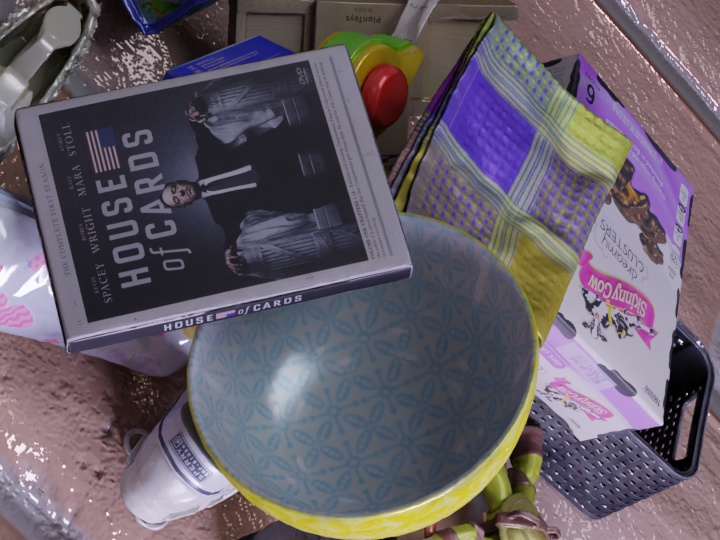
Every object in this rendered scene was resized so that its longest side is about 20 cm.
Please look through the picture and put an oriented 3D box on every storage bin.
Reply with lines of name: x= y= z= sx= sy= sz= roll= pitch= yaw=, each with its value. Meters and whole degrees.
storage bin: x=0.157 y=0.069 z=1.674 sx=0.200 sy=0.093 sz=0.136 roll=42 pitch=42 yaw=-22

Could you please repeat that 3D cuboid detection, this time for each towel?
towel: x=0.095 y=-0.058 z=1.435 sx=0.144 sy=0.023 sz=0.201 roll=43 pitch=49 yaw=-16

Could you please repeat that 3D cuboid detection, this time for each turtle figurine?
turtle figurine: x=0.096 y=0.173 z=1.564 sx=0.199 sy=0.064 sz=0.162 roll=22 pitch=52 yaw=-37

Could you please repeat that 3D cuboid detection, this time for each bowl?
bowl: x=0.008 y=0.077 z=1.311 sx=0.108 sy=0.198 sz=0.201 roll=75 pitch=14 yaw=-56

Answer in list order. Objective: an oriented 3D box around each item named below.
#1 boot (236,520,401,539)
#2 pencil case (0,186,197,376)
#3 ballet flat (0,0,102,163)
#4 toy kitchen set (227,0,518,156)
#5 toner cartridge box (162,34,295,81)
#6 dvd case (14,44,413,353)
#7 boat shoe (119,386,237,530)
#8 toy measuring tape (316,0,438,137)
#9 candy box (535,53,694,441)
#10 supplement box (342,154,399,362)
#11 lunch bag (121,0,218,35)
boot: x=-0.005 y=0.230 z=1.365 sx=0.070 sy=0.131 sz=0.201 roll=-10 pitch=74 yaw=-50
pencil case: x=-0.178 y=0.002 z=1.353 sx=0.199 sy=0.090 sz=0.084 roll=18 pitch=54 yaw=-39
ballet flat: x=-0.219 y=-0.119 z=1.405 sx=0.072 sy=0.072 sz=0.200 roll=47 pitch=41 yaw=-16
toy kitchen set: x=-0.008 y=-0.125 z=1.650 sx=0.198 sy=0.180 sz=0.165 roll=1 pitch=105 yaw=-12
toner cartridge box: x=-0.091 y=-0.088 z=1.445 sx=0.043 sy=0.096 sz=0.200 roll=27 pitch=16 yaw=7
dvd case: x=-0.085 y=-0.043 z=1.295 sx=0.198 sy=0.025 sz=0.151 roll=-12 pitch=66 yaw=-10
boat shoe: x=-0.105 y=0.118 z=1.377 sx=0.075 sy=0.086 sz=0.202 roll=52 pitch=10 yaw=-2
toy measuring tape: x=0.011 y=-0.155 z=1.504 sx=0.073 sy=0.073 sz=0.201 roll=32 pitch=77 yaw=-30
candy box: x=0.149 y=-0.014 z=1.553 sx=0.168 sy=0.071 sz=0.201 roll=43 pitch=47 yaw=-39
supplement box: x=0.000 y=0.000 z=1.472 sx=0.200 sy=0.108 sz=0.110 roll=-42 pitch=127 yaw=-66
lunch bag: x=-0.115 y=-0.285 z=1.517 sx=0.201 sy=0.127 sz=0.170 roll=62 pitch=27 yaw=-11
